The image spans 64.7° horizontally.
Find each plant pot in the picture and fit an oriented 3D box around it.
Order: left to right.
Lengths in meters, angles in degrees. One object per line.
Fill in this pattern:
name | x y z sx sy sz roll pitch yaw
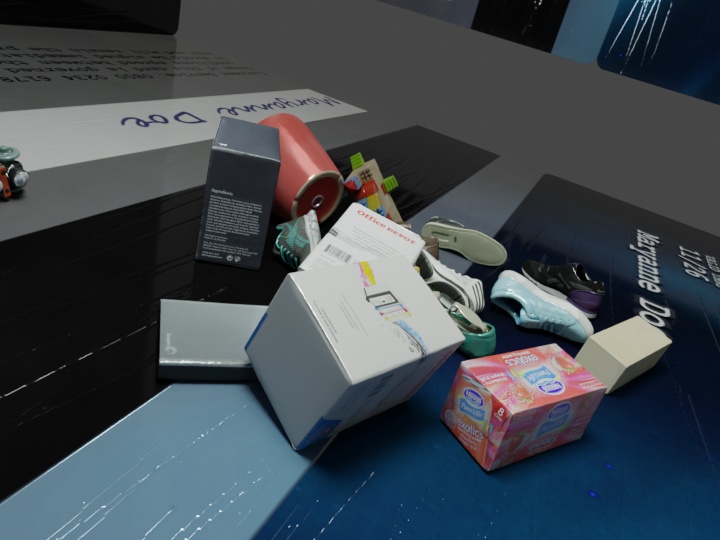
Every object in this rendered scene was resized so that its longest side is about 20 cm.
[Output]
plant pot | -0.140 -0.195 1.191 0.198 0.203 0.177 -14 49 -47

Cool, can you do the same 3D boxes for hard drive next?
hard drive | -0.169 0.094 0.763 0.196 0.033 0.140 5 28 -22

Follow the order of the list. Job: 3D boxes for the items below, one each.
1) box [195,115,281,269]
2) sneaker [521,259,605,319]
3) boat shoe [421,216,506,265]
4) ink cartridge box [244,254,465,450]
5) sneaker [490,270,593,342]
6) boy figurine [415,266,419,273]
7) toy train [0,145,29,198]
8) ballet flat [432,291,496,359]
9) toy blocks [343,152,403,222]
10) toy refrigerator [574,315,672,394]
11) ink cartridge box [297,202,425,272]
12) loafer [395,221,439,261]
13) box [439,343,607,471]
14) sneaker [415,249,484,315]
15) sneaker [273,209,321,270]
box | -0.214 -0.141 1.007 0.115 0.204 0.198 9 27 -14
sneaker | 0.438 0.013 1.217 0.075 0.089 0.200 -5 33 -36
boat shoe | 0.239 -0.072 1.287 0.197 0.073 0.068 22 30 15
ink cartridge box | -0.007 0.090 0.691 0.198 0.148 0.146 -10 56 -44
sneaker | 0.328 0.086 1.054 0.198 0.075 0.082 32 59 20
boy figurine | 0.023 -0.015 1.056 0.198 0.066 0.123 30 19 31
toy train | -0.665 -0.179 0.963 0.197 0.086 0.114 25 39 14
ballet flat | 0.135 0.075 0.936 0.197 0.072 0.067 25 27 18
toy blocks | 0.028 -0.143 1.215 0.098 0.203 0.137 -20 19 20
toy refrigerator | 0.458 0.146 0.994 0.197 0.071 0.076 -10 43 -42
ink cartridge box | 0.000 0.000 0.912 0.144 0.085 0.201 29 43 8
loafer | 0.072 -0.066 1.155 0.196 0.072 0.073 23 -14 -4
box | 0.218 0.176 0.756 0.197 0.096 0.103 -3 32 -34
sneaker | 0.154 0.020 1.075 0.114 0.077 0.201 2 36 -45
sneaker | -0.112 -0.031 1.020 0.089 0.079 0.201 -12 34 -1
